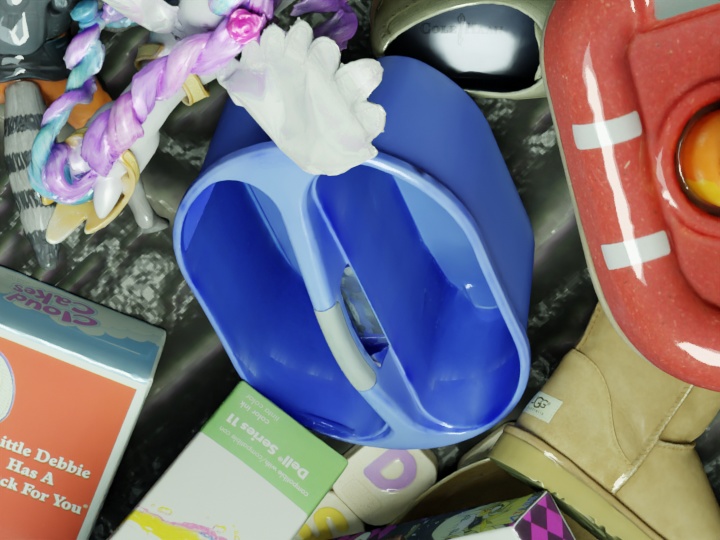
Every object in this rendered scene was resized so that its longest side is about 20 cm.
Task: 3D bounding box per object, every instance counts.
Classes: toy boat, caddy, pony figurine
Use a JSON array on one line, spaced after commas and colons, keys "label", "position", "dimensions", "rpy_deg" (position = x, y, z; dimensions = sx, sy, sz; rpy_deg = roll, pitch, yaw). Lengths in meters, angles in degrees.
[{"label": "toy boat", "position": [0.161, -0.045, 1.167], "dimensions": [0.130, 0.131, 0.201], "rpy_deg": [-18, 100, -13]}, {"label": "caddy", "position": [0.000, 0.000, 1.248], "dimensions": [0.141, 0.105, 0.200], "rpy_deg": [-8, 134, 21]}, {"label": "pony figurine", "position": [-0.055, -0.109, 1.145], "dimensions": [0.166, 0.200, 0.193], "rpy_deg": [38, 154, -4]}]

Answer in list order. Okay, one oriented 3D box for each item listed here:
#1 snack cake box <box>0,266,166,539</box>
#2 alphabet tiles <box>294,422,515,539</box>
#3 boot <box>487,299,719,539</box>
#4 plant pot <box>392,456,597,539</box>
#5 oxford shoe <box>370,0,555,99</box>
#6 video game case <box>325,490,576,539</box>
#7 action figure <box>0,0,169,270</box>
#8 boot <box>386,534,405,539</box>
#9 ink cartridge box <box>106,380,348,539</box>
[{"label": "snack cake box", "position": [-0.207, 0.052, 1.341], "dimensions": [0.199, 0.067, 0.115], "rpy_deg": [22, 111, -5]}, {"label": "alphabet tiles", "position": [0.047, 0.172, 1.400], "dimensions": [0.195, 0.015, 0.200], "rpy_deg": [-39, 104, 18]}, {"label": "boot", "position": [0.172, 0.045, 1.282], "dimensions": [0.175, 0.066, 0.200], "rpy_deg": [38, 83, -34]}, {"label": "plant pot", "position": [0.099, 0.171, 1.373], "dimensions": [0.199, 0.028, 0.201], "rpy_deg": [1, 113, 2]}, {"label": "oxford shoe", "position": [0.102, -0.102, 1.249], "dimensions": [0.199, 0.074, 0.071], "rpy_deg": [-4, 112, 6]}, {"label": "video game case", "position": [0.067, 0.206, 1.300], "dimensions": [0.181, 0.036, 0.201], "rpy_deg": [-17, 105, 49]}, {"label": "action figure", "position": [-0.123, -0.106, 1.246], "dimensions": [0.199, 0.105, 0.195], "rpy_deg": [-2, 105, 1]}, {"label": "boot", "position": [-0.017, 0.202, 1.263], "dimensions": [0.096, 0.075, 0.201], "rpy_deg": [0, 126, 2]}, {"label": "ink cartridge box", "position": [-0.099, 0.157, 1.260], "dimensions": [0.067, 0.200, 0.117], "rpy_deg": [38, 142, 2]}]
